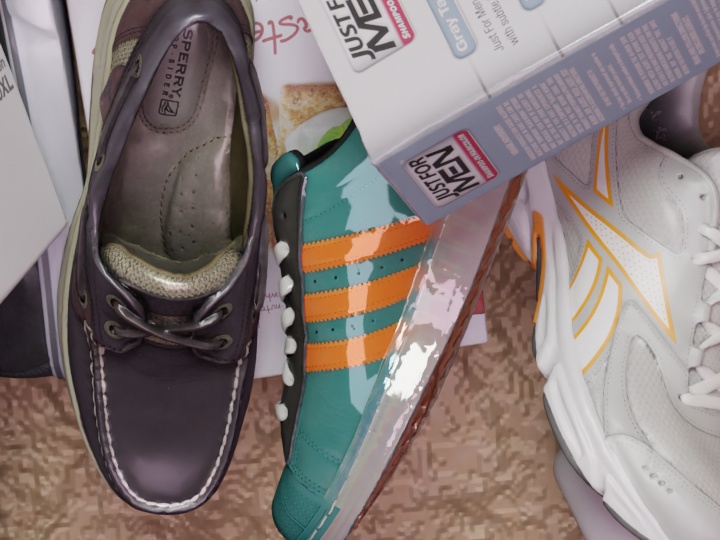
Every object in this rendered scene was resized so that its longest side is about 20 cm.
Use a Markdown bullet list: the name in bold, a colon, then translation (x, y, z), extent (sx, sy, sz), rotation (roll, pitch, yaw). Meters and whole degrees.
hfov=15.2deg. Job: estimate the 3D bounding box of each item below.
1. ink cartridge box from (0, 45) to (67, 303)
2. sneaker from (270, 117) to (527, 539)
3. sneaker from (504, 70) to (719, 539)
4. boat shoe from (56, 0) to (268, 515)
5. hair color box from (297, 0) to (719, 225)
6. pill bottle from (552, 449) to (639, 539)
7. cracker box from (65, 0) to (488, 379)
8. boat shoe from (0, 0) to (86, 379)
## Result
- **ink cartridge box**: translation (-0.216, -0.001, 0.893), extent (0.199, 0.145, 0.085), rotation (-15, 109, 21)
- **sneaker**: translation (0.000, 0.000, 0.929), extent (0.080, 0.071, 0.201), rotation (23, 102, 8)
- **sneaker**: translation (0.107, 0.005, 0.935), extent (0.092, 0.201, 0.076), rotation (-32, 151, 27)
- **boat shoe**: translation (-0.066, -0.005, 0.920), extent (0.071, 0.065, 0.201), rotation (5, 108, -7)
- **hair color box**: translation (0.079, -0.110, 0.845), extent (0.199, 0.061, 0.099), rotation (-29, 65, 7)
- **pill bottle**: translation (0.181, 0.069, 1.003), extent (0.199, 0.112, 0.113), rotation (-30, 107, 3)
- **cracker box**: translation (-0.033, -0.064, 0.970), extent (0.133, 0.058, 0.201), rotation (-9, 108, -3)
- **boat shoe**: translation (-0.128, -0.052, 0.959), extent (0.056, 0.069, 0.201), rotation (-7, 109, -4)
